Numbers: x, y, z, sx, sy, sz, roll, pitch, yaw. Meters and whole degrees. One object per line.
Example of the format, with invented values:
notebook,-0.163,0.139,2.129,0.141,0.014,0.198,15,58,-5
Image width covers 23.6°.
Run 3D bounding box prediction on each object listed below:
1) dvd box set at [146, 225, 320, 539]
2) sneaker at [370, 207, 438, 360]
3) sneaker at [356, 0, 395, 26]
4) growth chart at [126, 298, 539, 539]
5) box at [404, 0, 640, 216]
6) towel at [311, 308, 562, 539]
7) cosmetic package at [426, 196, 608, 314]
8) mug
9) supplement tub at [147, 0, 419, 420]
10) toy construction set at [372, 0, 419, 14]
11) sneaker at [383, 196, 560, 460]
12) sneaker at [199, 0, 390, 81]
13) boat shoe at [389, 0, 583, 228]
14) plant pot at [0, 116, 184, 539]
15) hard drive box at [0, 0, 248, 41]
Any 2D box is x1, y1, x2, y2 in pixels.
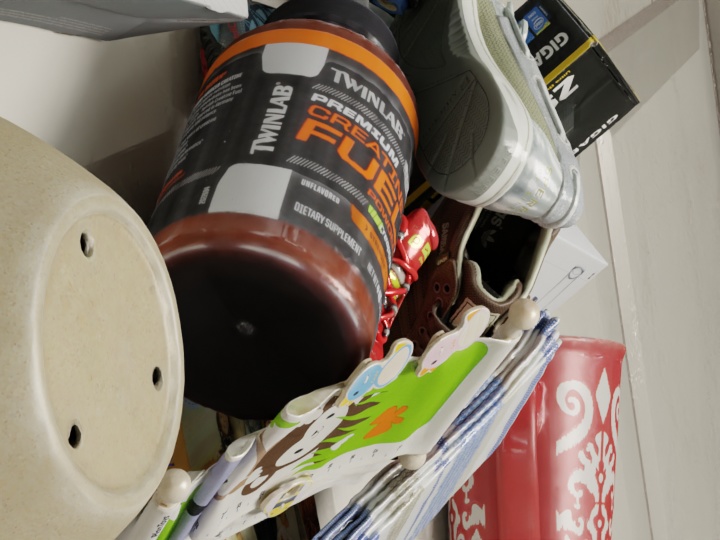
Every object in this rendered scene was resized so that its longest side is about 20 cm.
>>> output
dvd box set,-0.068,0.071,0.834,0.146,0.029,0.202,-40,122,-69
sneaker,0.000,0.000,0.855,0.077,0.084,0.201,77,-2,-51
sneaker,0.050,-0.157,1.031,0.201,0.111,0.074,90,5,-55
growth chart,-0.019,0.077,0.720,0.018,0.199,0.145,54,-34,20
box,0.063,-0.066,1.004,0.049,0.200,0.160,52,9,18
towel,0.025,0.115,0.884,0.200,0.024,0.147,-43,165,-30
cosmetic package,0.059,0.017,1.031,0.052,0.151,0.200,50,12,18
mug,0.105,0.149,1.185,0.177,0.133,0.202,11,78,-51
supplement tub,-0.031,-0.039,0.761,0.201,0.106,0.107,-77,153,-46
toy construction set,-0.012,-0.178,0.835,0.093,0.131,0.200,-58,-164,3
sneaker,0.047,0.017,0.891,0.076,0.070,0.201,-95,-152,-72
sneaker,-0.020,-0.114,0.926,0.200,0.095,0.080,-20,102,-70
boat shoe,0.058,-0.089,0.846,0.064,0.075,0.202,27,22,-26
plant pot,-0.132,0.029,0.518,0.200,0.133,0.202,-7,90,-71
hard drive box,-0.118,-0.205,0.708,0.156,0.076,0.202,-8,91,-71
